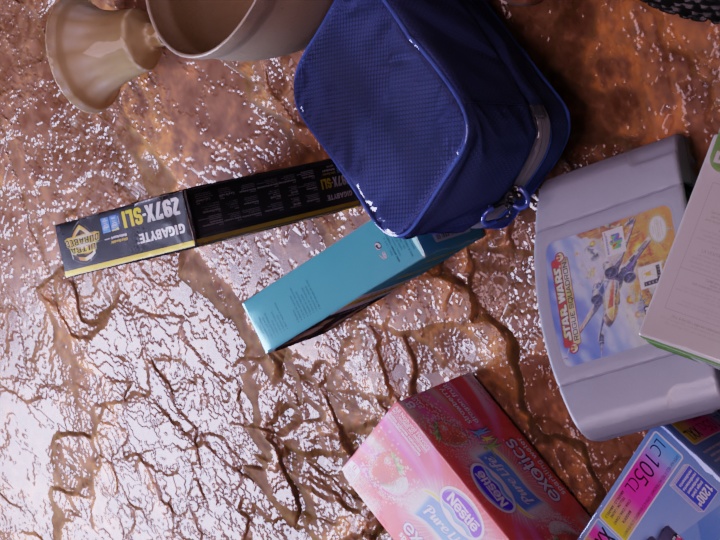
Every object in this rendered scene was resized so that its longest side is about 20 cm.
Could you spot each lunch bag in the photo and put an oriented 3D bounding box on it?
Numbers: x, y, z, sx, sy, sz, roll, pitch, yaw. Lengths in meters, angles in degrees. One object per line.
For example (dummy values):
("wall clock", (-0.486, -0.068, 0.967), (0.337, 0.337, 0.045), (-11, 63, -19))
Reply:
("lunch bag", (0.063, -0.118, 1.493), (0.200, 0.132, 0.136), (57, 132, 25))

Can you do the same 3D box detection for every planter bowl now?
("planter bowl", (-0.060, -0.252, 1.542), (0.200, 0.134, 0.201), (-14, 73, 52))

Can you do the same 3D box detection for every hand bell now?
("hand bell", (-0.158, -0.206, 1.708), (0.199, 0.104, 0.105), (-12, 94, 28))

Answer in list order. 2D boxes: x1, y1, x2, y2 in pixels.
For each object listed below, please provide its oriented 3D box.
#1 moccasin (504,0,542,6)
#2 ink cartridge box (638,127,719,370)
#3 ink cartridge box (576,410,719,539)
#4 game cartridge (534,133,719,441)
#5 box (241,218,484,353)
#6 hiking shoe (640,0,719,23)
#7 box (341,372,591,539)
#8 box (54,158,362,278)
("moccasin", (0.087, -0.286, 1.474), (0.078, 0.073, 0.202), (-41, 66, 47))
("ink cartridge box", (0.273, -0.028, 1.333), (0.104, 0.059, 0.201), (20, 89, 33))
("ink cartridge box", (0.272, 0.209, 1.444), (0.200, 0.076, 0.137), (42, 125, 22))
("game cartridge", (0.190, 0.015, 1.436), (0.133, 0.041, 0.201), (-18, 70, 29))
("box", (0.000, 0.000, 1.612), (0.200, 0.082, 0.049), (-32, 81, 41))
("hiking shoe", (0.204, -0.229, 1.383), (0.199, 0.074, 0.087), (18, 88, 22))
("box", (0.094, 0.192, 1.571), (0.200, 0.102, 0.095), (51, 128, 19))
("box", (-0.123, -0.044, 1.626), (0.159, 0.200, 0.050), (-10, 93, 41))
